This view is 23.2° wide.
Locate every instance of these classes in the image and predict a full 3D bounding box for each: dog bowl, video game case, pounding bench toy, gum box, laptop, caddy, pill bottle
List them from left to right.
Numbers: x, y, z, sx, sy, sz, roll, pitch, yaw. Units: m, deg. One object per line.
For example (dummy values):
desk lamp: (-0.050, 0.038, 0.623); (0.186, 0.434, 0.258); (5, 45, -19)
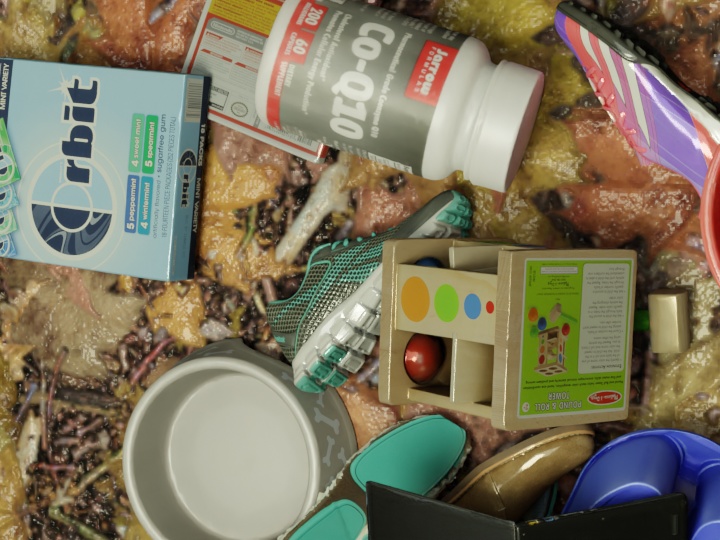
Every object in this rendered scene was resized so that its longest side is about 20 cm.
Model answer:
gum box: (-0.228, -0.087, 1.466); (0.200, 0.045, 0.170); (9, 97, 25)
dog bowl: (-0.105, 0.156, 1.430); (0.200, 0.059, 0.200); (0, 91, 20)
video game case: (-0.060, -0.205, 1.423); (0.143, 0.017, 0.200); (24, 100, 18)
pill bottle: (0.031, -0.136, 1.333); (0.200, 0.114, 0.114); (19, 98, 10)
laptop: (0.119, 0.240, 1.256); (0.200, 0.116, 0.188); (-8, 109, -15)
pounding bench toy: (0.130, 0.041, 1.312); (0.156, 0.200, 0.124); (7, 97, 52)
caddy: (0.212, 0.214, 1.289); (0.141, 0.105, 0.200); (25, 112, 2)

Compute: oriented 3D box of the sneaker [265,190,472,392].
sneaker: (0.000, 0.000, 1.381); (0.200, 0.078, 0.091); (-45, 62, 8)

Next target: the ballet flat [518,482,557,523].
ballet flat: (0.094, 0.240, 1.347); (0.074, 0.074, 0.200); (18, 96, 19)

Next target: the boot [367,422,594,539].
boot: (0.101, 0.184, 1.290); (0.200, 0.074, 0.076); (-38, 60, 19)

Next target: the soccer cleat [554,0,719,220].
soccer cleat: (0.210, -0.122, 1.302); (0.200, 0.068, 0.073); (42, 109, 12)

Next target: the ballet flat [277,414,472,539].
ballet flat: (0.001, 0.187, 1.376); (0.200, 0.072, 0.072); (-38, 77, -16)

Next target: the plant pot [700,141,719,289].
plant pot: (0.345, -0.040, 1.193); (0.200, 0.177, 0.201); (0, 91, 21)
